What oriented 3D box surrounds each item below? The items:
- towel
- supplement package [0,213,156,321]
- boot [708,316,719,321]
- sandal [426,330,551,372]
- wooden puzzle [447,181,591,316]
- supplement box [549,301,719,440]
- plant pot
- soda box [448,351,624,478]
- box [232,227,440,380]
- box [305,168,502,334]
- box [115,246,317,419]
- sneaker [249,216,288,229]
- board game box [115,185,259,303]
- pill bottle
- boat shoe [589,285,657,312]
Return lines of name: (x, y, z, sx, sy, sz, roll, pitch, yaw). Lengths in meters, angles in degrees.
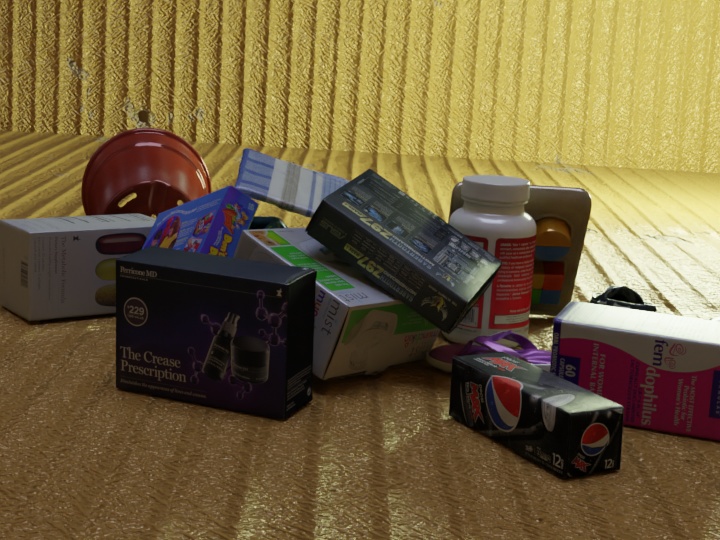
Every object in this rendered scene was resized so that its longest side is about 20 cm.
towel: (-0.057, -0.090, 1.632, 0.197, 0.024, 0.147, 18, 22, -8)
supplement package: (-0.349, -0.008, 1.712, 0.198, 0.116, 0.109, -6, 13, -35)
boot: (0.489, 0.098, 1.592, 0.162, 0.067, 0.200, 9, 8, 18)
sandal: (0.176, 0.092, 1.543, 0.199, 0.051, 0.083, 3, 12, 1)
wooden puzzle: (0.202, -0.019, 1.766, 0.182, 0.202, 0.047, 3, 38, -1)
supplement box: (0.303, 0.103, 1.400, 0.197, 0.103, 0.103, 7, 12, 19)
plant pot: (-0.308, -0.084, 1.945, 0.197, 0.204, 0.196, 1, 20, -11)
soda box: (0.166, 0.136, 1.297, 0.070, 0.064, 0.199, -3, 13, -29)
box: (-0.028, 0.033, 1.519, 0.176, 0.098, 0.199, 33, 22, 32)
box: (0.052, -0.026, 1.512, 0.199, 0.051, 0.158, 35, 24, 7)
box: (-0.150, 0.061, 1.374, 0.197, 0.144, 0.079, 7, 12, 21)
sneaker: (-0.146, -0.014, 1.663, 0.198, 0.105, 0.076, -25, 27, 32)
board game box: (-0.210, -0.017, 1.603, 0.045, 0.136, 0.199, 33, -24, -25)
pill bottle: (0.161, -0.013, 1.666, 0.110, 0.203, 0.112, 3, 12, -1)
boat shoe: (0.348, 0.050, 1.762, 0.074, 0.061, 0.200, 1, 12, -11)
